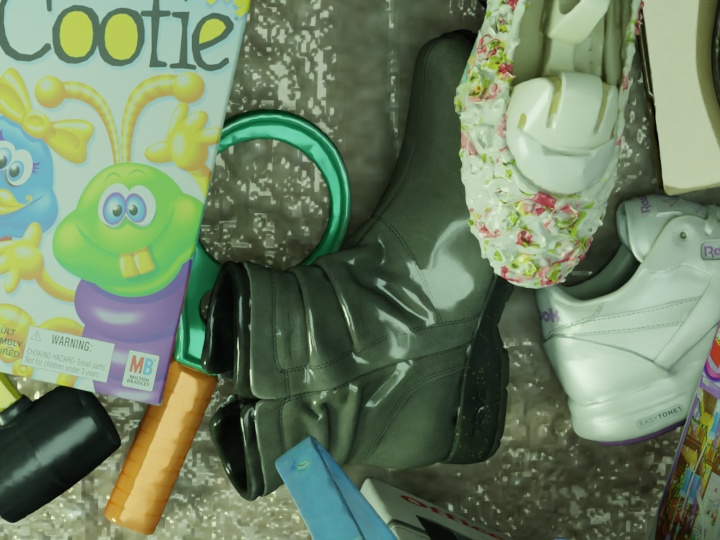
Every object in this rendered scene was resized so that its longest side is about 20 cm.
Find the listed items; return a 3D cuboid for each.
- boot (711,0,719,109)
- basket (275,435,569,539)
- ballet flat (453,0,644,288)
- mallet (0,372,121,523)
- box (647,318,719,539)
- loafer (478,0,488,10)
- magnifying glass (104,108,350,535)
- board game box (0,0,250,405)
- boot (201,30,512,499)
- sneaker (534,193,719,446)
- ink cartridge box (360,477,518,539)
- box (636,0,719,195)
[{"bbox_3d":[0.191,-0.103,0.988,0.074,0.097,0.201,-10,93,-5],"label":"boot"},{"bbox_3d":[0.047,0.161,0.821,0.139,0.176,0.201,-33,113,2],"label":"basket"},{"bbox_3d":[0.082,-0.093,0.960,0.075,0.064,0.202,6,89,-14],"label":"ballet flat"},{"bbox_3d":[-0.176,0.012,1.036,0.066,0.041,0.201,-27,100,-1],"label":"mallet"},{"bbox_3d":[0.161,0.094,0.939,0.039,0.200,0.138,15,102,-5],"label":"box"},{"bbox_3d":[0.039,-0.159,1.009,0.199,0.063,0.072,35,96,-13],"label":"loafer"},{"bbox_3d":[-0.066,0.024,1.058,0.079,0.022,0.201,22,100,-12],"label":"magnifying glass"},{"bbox_3d":[-0.113,-0.057,0.974,0.104,0.103,0.201,12,91,-10],"label":"board game box"},{"bbox_3d":[0.000,0.000,1.013,0.130,0.068,0.201,-4,105,-26],"label":"boot"},{"bbox_3d":[0.172,-0.002,1.055,0.199,0.075,0.100,-27,100,-2],"label":"sneaker"},{"bbox_3d":[0.062,0.175,1.017,0.144,0.200,0.084,24,95,-12],"label":"ink cartridge box"},{"bbox_3d":[0.219,-0.130,1.051,0.199,0.021,0.165,-10,96,-6],"label":"box"}]
